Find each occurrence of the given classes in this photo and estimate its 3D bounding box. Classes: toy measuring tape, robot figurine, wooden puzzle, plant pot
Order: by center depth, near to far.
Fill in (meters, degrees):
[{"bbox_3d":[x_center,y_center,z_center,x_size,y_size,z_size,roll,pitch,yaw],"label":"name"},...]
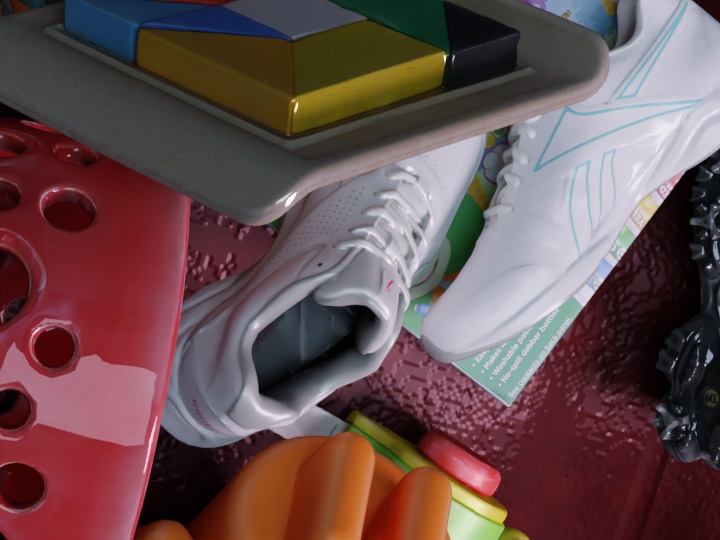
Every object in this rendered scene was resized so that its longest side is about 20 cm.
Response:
[{"bbox_3d":[-0.028,-0.090,1.109,0.200,0.185,0.037,-25,129,-40],"label":"wooden puzzle"},{"bbox_3d":[-0.176,0.030,1.148,0.182,0.200,0.201,11,99,-8],"label":"plant pot"},{"bbox_3d":[-0.034,0.148,1.224,0.143,0.200,0.117,-11,65,-37],"label":"robot figurine"},{"bbox_3d":[0.002,0.091,1.272,0.200,0.074,0.074,32,92,-20],"label":"toy measuring tape"}]

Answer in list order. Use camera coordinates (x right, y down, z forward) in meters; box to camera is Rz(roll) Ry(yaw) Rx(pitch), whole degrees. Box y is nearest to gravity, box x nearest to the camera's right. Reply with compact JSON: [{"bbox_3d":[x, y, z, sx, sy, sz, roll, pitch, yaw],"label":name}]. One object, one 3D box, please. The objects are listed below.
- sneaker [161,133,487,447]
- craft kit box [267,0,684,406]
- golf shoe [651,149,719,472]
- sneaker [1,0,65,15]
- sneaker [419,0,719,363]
[{"bbox_3d":[0.000,0.000,1.182,0.078,0.099,0.200,45,72,-24],"label":"sneaker"},{"bbox_3d":[0.050,-0.074,1.265,0.197,0.049,0.200,36,90,-17],"label":"craft kit box"},{"bbox_3d":[0.199,-0.002,1.306,0.094,0.078,0.201,-4,118,-51],"label":"golf shoe"},{"bbox_3d":[-0.121,-0.136,1.182,0.071,0.080,0.201,-22,107,-11],"label":"sneaker"},{"bbox_3d":[0.089,-0.044,1.231,0.080,0.070,0.200,45,81,-11],"label":"sneaker"}]
